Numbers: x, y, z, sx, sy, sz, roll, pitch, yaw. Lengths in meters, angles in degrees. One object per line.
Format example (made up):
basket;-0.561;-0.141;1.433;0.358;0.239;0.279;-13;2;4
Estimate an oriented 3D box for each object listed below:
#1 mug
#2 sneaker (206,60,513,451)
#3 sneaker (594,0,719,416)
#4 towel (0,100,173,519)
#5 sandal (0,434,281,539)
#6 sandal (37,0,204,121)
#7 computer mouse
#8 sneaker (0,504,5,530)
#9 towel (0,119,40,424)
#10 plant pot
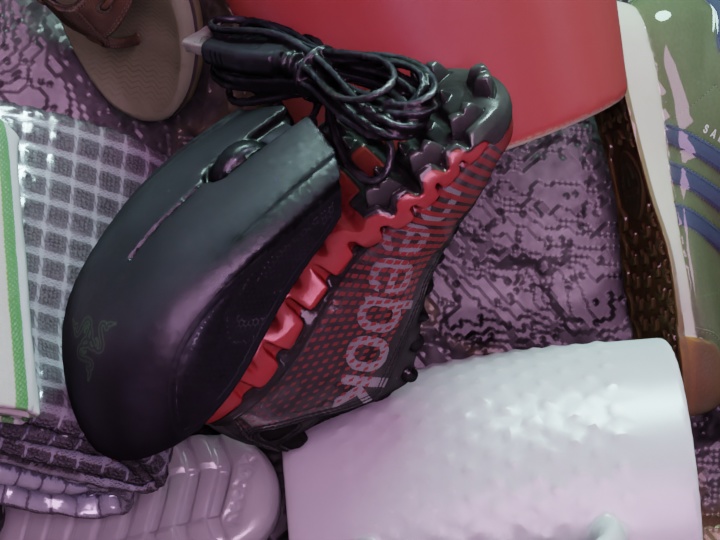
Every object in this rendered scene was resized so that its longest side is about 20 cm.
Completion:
mug;0.055;0.114;1.198;0.175;0.200;0.148;-5;100;-1
sneaker;0.000;0.000;1.167;0.200;0.071;0.098;-47;128;7
sneaker;0.167;-0.036;1.291;0.090;0.067;0.201;-11;89;-15
towel;-0.172;0.005;1.187;0.199;0.086;0.166;17;57;-28
sandal;-0.133;0.123;1.245;0.202;0.050;0.083;-6;64;9
sandal;-0.127;-0.149;1.227;0.080;0.201;0.057;12;46;31
computer mouse;-0.066;-0.019;1.124;0.053;0.138;0.200;38;78;-44
sneaker;-0.245;0.063;1.211;0.200;0.085;0.075;35;80;10
towel;-0.224;-0.016;1.090;0.199;0.023;0.153;10;60;-32
plant pot;0.026;-0.140;1.233;0.200;0.200;0.178;-20;97;-8
